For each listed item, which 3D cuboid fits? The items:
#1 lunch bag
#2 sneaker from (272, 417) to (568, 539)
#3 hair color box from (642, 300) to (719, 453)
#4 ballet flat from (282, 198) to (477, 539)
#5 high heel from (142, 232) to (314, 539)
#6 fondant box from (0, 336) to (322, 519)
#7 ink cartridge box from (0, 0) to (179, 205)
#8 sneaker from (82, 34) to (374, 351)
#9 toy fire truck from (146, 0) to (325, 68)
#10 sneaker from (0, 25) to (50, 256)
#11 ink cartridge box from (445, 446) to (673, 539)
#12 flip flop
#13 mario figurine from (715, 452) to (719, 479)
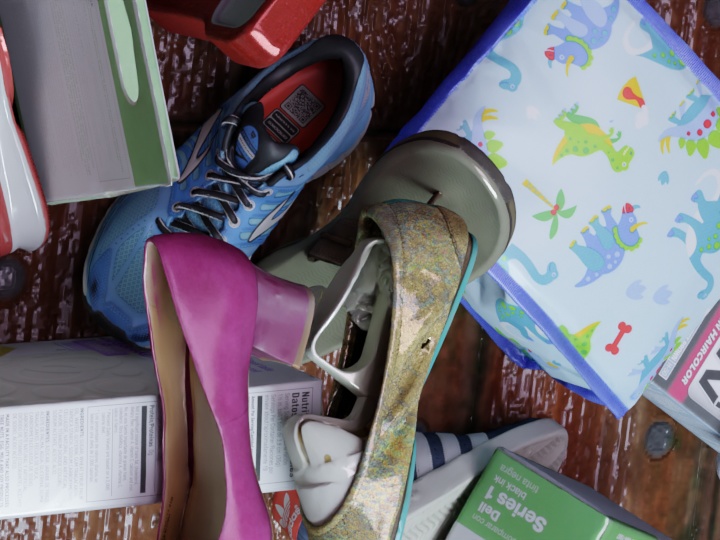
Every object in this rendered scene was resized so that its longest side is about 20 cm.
[{"bbox_3d":[0.111,-0.052,1.551,0.170,0.127,0.200,-50,128,-10],"label":"lunch bag"},{"bbox_3d":[0.032,0.109,1.580,0.200,0.084,0.075,-17,132,-49],"label":"sneaker"},{"bbox_3d":[0.232,0.059,1.680,0.200,0.061,0.099,36,83,-31],"label":"hair color box"},{"bbox_3d":[-0.001,0.061,1.390,0.070,0.071,0.201,19,84,-31],"label":"ballet flat"},{"bbox_3d":[-0.086,0.085,1.337,0.096,0.067,0.201,22,74,-40],"label":"high heel"},{"bbox_3d":[-0.138,0.074,1.430,0.199,0.144,0.059,-3,100,-29],"label":"fondant box"},{"bbox_3d":[-0.117,-0.108,1.355,0.048,0.200,0.146,-13,94,-25],"label":"ink cartridge box"},{"bbox_3d":[-0.068,-0.049,1.462,0.078,0.090,0.200,38,74,3],"label":"sneaker"},{"bbox_3d":[-0.024,-0.187,1.421,0.112,0.168,0.200,44,79,-29],"label":"toy fire truck"},{"bbox_3d":[-0.227,-0.079,1.387,0.115,0.078,0.201,-27,112,-23],"label":"sneaker"},{"bbox_3d":[0.081,0.211,1.575,0.200,0.084,0.146,-59,151,1],"label":"ink cartridge box"},{"bbox_3d":[0.000,0.000,1.473,0.081,0.200,0.058,49,36,-13],"label":"flip flop"},{"bbox_3d":[0.271,0.081,1.643,0.123,0.106,0.201,-28,131,-61],"label":"mario figurine"}]
